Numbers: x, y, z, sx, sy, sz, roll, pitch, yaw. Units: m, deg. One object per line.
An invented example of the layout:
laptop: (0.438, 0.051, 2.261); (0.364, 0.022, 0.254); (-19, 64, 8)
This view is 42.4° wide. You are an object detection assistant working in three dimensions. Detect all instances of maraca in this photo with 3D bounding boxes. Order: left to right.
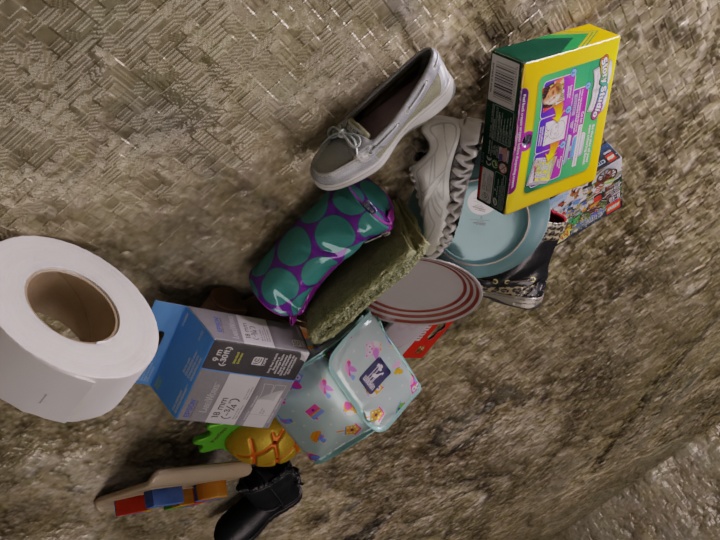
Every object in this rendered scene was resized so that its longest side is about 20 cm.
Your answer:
maraca: (-0.162, 0.249, 1.440); (0.200, 0.107, 0.137); (6, 136, -39)

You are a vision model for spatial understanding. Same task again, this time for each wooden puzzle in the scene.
wooden puzzle: (-0.295, 0.354, 1.474); (0.185, 0.046, 0.200); (5, 154, -43)

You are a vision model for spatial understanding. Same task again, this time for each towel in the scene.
towel: (0.000, 0.000, 1.214); (0.200, 0.149, 0.036); (-41, 118, 13)

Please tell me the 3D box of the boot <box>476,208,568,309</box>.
boot: (0.189, -0.035, 1.351); (0.203, 0.074, 0.154); (14, 121, -4)

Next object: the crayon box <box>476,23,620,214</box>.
crayon box: (0.233, -0.189, 1.160); (0.172, 0.058, 0.201); (-22, 130, -32)

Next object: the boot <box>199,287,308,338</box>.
boot: (-0.152, 0.102, 1.276); (0.200, 0.077, 0.155); (4, 131, -39)

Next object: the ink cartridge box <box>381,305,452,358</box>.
ink cartridge box: (0.087, 0.104, 1.509); (0.200, 0.057, 0.163); (11, 128, -41)

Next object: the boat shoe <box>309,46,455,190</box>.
boat shoe: (0.018, -0.173, 1.064); (0.202, 0.074, 0.065); (-38, 141, 2)

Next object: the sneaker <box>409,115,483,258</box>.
sneaker: (0.099, -0.109, 1.190); (0.081, 0.075, 0.201); (13, 122, 3)

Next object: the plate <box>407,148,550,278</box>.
plate: (0.162, -0.070, 1.268); (0.199, 0.026, 0.201); (-1, 121, -1)

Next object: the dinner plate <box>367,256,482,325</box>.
dinner plate: (0.074, 0.024, 1.324); (0.199, 0.024, 0.200); (5, 151, 3)

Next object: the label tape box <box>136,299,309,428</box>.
label tape box: (-0.187, 0.125, 1.192); (0.199, 0.063, 0.144); (11, 123, -29)

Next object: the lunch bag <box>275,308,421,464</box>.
lunch bag: (-0.030, 0.159, 1.346); (0.200, 0.122, 0.171); (-28, 116, 12)

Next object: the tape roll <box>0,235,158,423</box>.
tape roll: (-0.315, 0.058, 0.970); (0.202, 0.203, 0.071); (12, 128, -47)

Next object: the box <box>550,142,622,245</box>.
box: (0.310, -0.097, 1.434); (0.200, 0.038, 0.137); (-31, 147, -1)

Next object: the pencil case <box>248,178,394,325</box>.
pencil case: (-0.048, -0.029, 1.178); (0.200, 0.092, 0.085); (-43, 177, 19)

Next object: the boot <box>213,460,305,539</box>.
boot: (-0.189, 0.409, 1.662); (0.198, 0.073, 0.163); (-32, 151, -14)
